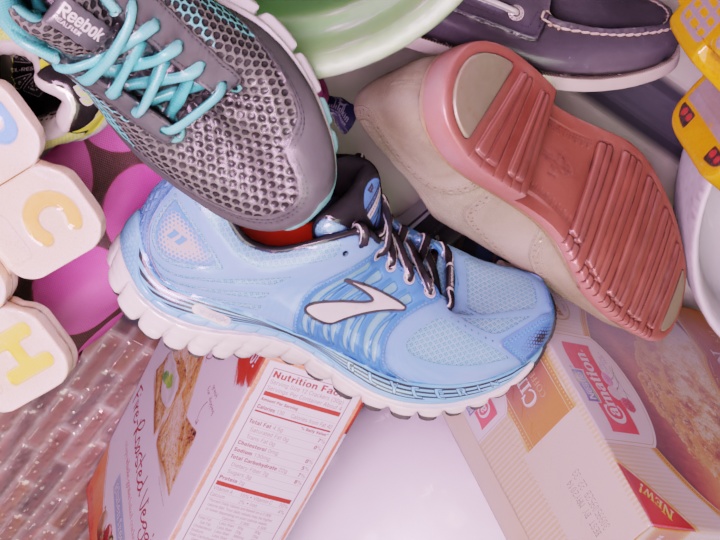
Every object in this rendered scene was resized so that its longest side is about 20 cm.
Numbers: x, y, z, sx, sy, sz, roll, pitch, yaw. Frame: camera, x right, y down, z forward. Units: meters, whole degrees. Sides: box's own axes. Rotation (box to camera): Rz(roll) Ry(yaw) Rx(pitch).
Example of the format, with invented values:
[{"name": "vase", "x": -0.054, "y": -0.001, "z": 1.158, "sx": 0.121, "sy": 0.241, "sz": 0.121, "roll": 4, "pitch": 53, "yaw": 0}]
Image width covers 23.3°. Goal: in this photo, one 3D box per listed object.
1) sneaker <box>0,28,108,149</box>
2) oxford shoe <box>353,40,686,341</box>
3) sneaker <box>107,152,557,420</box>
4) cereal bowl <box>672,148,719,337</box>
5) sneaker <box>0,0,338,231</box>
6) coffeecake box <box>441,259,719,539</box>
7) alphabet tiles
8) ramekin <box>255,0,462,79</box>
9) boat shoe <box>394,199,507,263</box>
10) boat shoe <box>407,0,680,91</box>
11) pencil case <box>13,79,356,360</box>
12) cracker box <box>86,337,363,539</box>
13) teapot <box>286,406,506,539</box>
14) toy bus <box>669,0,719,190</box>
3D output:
[{"name": "sneaker", "x": -0.176, "y": -0.079, "z": 0.712, "sx": 0.198, "sy": 0.077, "sz": 0.076, "roll": -9, "pitch": 113, "yaw": 24}, {"name": "oxford shoe", "x": 0.078, "y": -0.034, "z": 0.785, "sx": 0.073, "sy": 0.071, "sz": 0.200, "roll": -1, "pitch": 146, "yaw": 46}, {"name": "sneaker", "x": 0.000, "y": 0.000, "z": 0.727, "sx": 0.198, "sy": 0.079, "sz": 0.090, "roll": 12, "pitch": 130, "yaw": -24}, {"name": "cereal bowl", "x": 0.242, "y": -0.049, "z": 0.855, "sx": 0.198, "sy": 0.084, "sz": 0.202, "roll": -6, "pitch": 125, "yaw": -9}, {"name": "sneaker", "x": -0.087, "y": -0.084, "z": 0.601, "sx": 0.077, "sy": 0.091, "sz": 0.200, "roll": -40, "pitch": 101, "yaw": 20}, {"name": "coffeecake box", "x": 0.142, "y": 0.088, "z": 0.846, "sx": 0.199, "sy": 0.154, "sz": 0.073, "roll": 12, "pitch": 130, "yaw": -43}, {"name": "alphabet tiles", "x": -0.204, "y": -0.018, "z": 0.692, "sx": 0.194, "sy": 0.015, "sz": 0.201, "roll": -27, "pitch": 108, "yaw": 25}, {"name": "ramekin", "x": -0.030, "y": -0.181, "z": 0.661, "sx": 0.197, "sy": 0.098, "sz": 0.202, "roll": 2, "pitch": 111, "yaw": 6}, {"name": "boat shoe", "x": 0.038, "y": 0.006, "z": 0.862, "sx": 0.068, "sy": 0.057, "sz": 0.200, "roll": 32, "pitch": 112, "yaw": -30}, {"name": "boat shoe", "x": 0.055, "y": -0.128, "z": 0.766, "sx": 0.198, "sy": 0.073, "sz": 0.063, "roll": 9, "pitch": 122, "yaw": -12}, {"name": "pencil case", "x": -0.100, "y": -0.036, "z": 0.786, "sx": 0.200, "sy": 0.094, "sz": 0.091, "roll": -41, "pitch": 98, "yaw": 19}, {"name": "cracker box", "x": -0.071, "y": 0.083, "z": 0.843, "sx": 0.057, "sy": 0.134, "sz": 0.201, "roll": 18, "pitch": 118, "yaw": -22}, {"name": "teapot", "x": 0.046, "y": 0.164, "z": 0.892, "sx": 0.200, "sy": 0.146, "sz": 0.197, "roll": -44, "pitch": 138, "yaw": 9}, {"name": "toy bus", "x": 0.205, "y": -0.051, "z": 0.757, "sx": 0.199, "sy": 0.065, "sz": 0.078, "roll": 32, "pitch": 114, "yaw": -29}]
